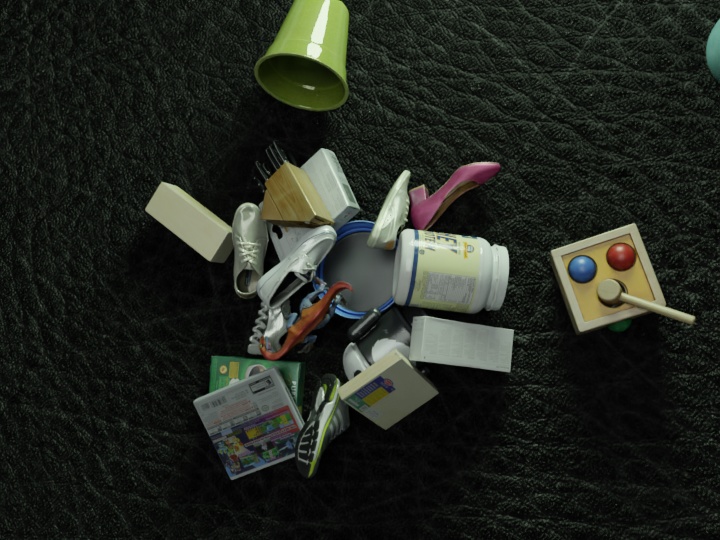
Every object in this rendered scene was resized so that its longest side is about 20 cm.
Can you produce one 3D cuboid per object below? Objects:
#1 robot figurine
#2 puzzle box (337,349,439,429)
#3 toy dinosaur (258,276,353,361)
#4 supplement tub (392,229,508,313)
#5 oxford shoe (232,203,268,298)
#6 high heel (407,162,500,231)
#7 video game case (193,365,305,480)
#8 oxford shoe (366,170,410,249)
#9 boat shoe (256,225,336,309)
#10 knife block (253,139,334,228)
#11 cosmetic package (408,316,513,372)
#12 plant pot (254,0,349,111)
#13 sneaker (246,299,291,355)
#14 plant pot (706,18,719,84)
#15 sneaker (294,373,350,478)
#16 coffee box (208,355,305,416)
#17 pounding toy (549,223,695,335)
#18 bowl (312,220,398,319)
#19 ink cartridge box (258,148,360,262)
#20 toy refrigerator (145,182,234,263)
[{"bbox_3d":[0.059,0.153,1.383,0.200,0.125,0.150,-39,71,5],"label":"robot figurine"},{"bbox_3d":[0.056,0.225,1.339,0.133,0.200,0.025,-35,53,6],"label":"puzzle box"},{"bbox_3d":[-0.120,0.097,1.394,0.105,0.200,0.182,39,68,3],"label":"toy dinosaur"},{"bbox_3d":[0.167,0.004,1.355,0.199,0.145,0.146,7,83,-3],"label":"supplement tub"},{"bbox_3d":[-0.230,-0.038,1.486,0.075,0.058,0.201,3,98,-8],"label":"oxford shoe"},{"bbox_3d":[0.190,-0.144,1.422,0.199,0.067,0.096,-18,68,16],"label":"high heel"},{"bbox_3d":[-0.215,0.308,1.442,0.199,0.023,0.183,-24,94,16],"label":"video game case"},{"bbox_3d":[0.069,-0.116,1.430,0.058,0.075,0.201,23,56,-2],"label":"oxford shoe"},{"bbox_3d":[-0.116,-0.001,1.411,0.200,0.074,0.065,-45,46,8],"label":"boat shoe"},{"bbox_3d":[-0.135,-0.177,1.460,0.199,0.064,0.176,6,83,38],"label":"knife block"},{"bbox_3d":[0.189,0.139,1.336,0.199,0.051,0.083,11,80,-25],"label":"cosmetic package"},{"bbox_3d":[-0.102,-0.469,1.503,0.199,0.200,0.191,7,70,15],"label":"plant pot"},{"bbox_3d":[-0.171,0.083,1.486,0.081,0.075,0.201,16,84,-3],"label":"sneaker"},{"bbox_3d":[0.749,-0.427,1.299,0.199,0.135,0.201,-2,82,13],"label":"plant pot"},{"bbox_3d":[-0.063,0.308,1.397,0.074,0.081,0.201,-2,64,55],"label":"sneaker"},{"bbox_3d":[-0.214,0.242,1.478,0.199,0.044,0.124,1,84,14],"label":"coffee box"},{"bbox_3d":[0.464,0.033,1.294,0.183,0.142,0.201,-19,77,11],"label":"pounding toy"},{"bbox_3d":[0.000,0.000,1.466,0.200,0.039,0.202,-2,81,14],"label":"bowl"},{"bbox_3d":[-0.109,-0.133,1.501,0.200,0.057,0.163,-40,58,27],"label":"ink cartridge box"},{"bbox_3d":[-0.362,-0.103,1.557,0.200,0.070,0.076,36,98,17],"label":"toy refrigerator"}]
